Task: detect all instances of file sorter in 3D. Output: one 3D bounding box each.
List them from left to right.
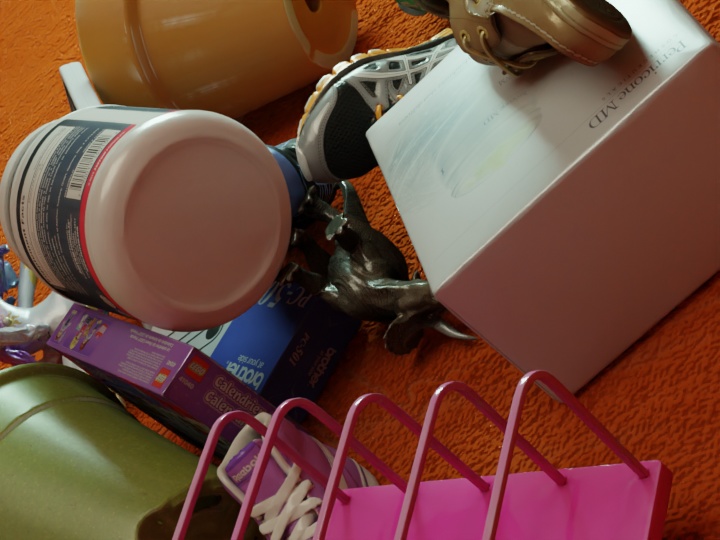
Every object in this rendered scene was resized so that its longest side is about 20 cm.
[{"bbox_3d":[0.020,0.134,0.777,0.200,0.125,0.139,-11,49,37],"label":"file sorter"}]

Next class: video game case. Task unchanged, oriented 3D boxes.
[{"bbox_3d":[-0.205,-0.061,1.376,0.023,0.182,0.200,-18,28,-10],"label":"video game case"}]

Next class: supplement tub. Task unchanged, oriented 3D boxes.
[{"bbox_3d":[-0.149,-0.039,1.099,0.200,0.140,0.140,12,66,57],"label":"supplement tub"}]

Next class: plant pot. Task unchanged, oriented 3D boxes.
[{"bbox_3d":[-0.158,0.173,1.045,0.190,0.200,0.200,10,64,43],"label":"plant pot"},{"bbox_3d":[-0.110,-0.217,1.413,0.183,0.200,0.200,-9,47,29],"label":"plant pot"}]

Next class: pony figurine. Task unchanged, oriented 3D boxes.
[{"bbox_3d":[-0.276,0.051,1.356,0.193,0.167,0.200,-19,57,7],"label":"pony figurine"}]

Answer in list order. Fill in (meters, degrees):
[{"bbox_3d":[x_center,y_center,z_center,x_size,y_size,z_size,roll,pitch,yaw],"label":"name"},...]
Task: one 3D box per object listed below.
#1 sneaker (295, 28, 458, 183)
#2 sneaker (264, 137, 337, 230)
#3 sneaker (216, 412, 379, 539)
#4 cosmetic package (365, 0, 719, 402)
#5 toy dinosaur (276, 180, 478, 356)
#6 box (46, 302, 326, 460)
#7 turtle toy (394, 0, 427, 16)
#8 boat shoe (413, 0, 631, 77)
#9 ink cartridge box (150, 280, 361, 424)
[{"bbox_3d":[0.044,-0.116,1.128,0.200,0.078,0.077,-31,36,-20],"label":"sneaker"},{"bbox_3d":[-0.055,-0.068,1.201,0.078,0.070,0.200,-47,-2,-10],"label":"sneaker"},{"bbox_3d":[-0.031,0.155,0.933,0.073,0.114,0.200,-44,31,8],"label":"sneaker"},{"bbox_3d":[0.128,-0.069,0.962,0.199,0.123,0.200,-43,31,14],"label":"cosmetic package"},{"bbox_3d":[0.000,0.000,1.098,0.077,0.102,0.200,-49,22,4],"label":"toy dinosaur"},{"bbox_3d":[-0.115,0.086,1.104,0.039,0.137,0.200,-57,30,-12],"label":"box"},{"bbox_3d":[0.077,-0.252,1.260,0.146,0.101,0.200,-56,30,-9],"label":"turtle toy"},{"bbox_3d":[0.085,-0.143,0.919,0.066,0.074,0.200,-58,26,12],"label":"boat shoe"},{"bbox_3d":[-0.084,0.048,1.199,0.200,0.044,0.094,13,69,58],"label":"ink cartridge box"}]
